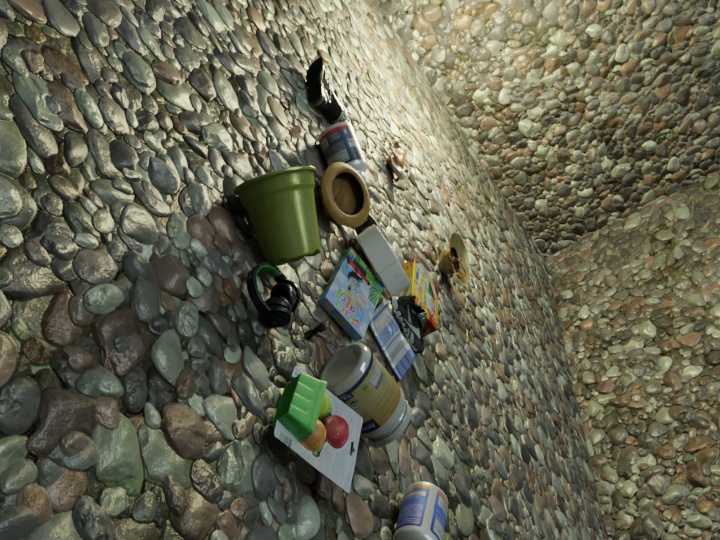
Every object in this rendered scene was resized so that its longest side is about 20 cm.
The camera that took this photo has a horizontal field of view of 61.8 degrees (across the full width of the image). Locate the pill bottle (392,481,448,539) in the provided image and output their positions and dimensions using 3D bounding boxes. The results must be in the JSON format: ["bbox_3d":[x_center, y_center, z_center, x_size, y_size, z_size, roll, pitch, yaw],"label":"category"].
[{"bbox_3d":[0.130,0.585,1.338,0.114,0.110,0.201,55,28,-13],"label":"pill bottle"}]

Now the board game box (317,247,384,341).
[{"bbox_3d":[-0.020,0.060,1.577,0.152,0.036,0.202,48,41,-20],"label":"board game box"}]

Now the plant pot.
[{"bbox_3d":[-0.171,-0.115,1.367,0.199,0.195,0.191,-15,89,-63],"label":"plant pot"}]

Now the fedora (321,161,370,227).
[{"bbox_3d":[-0.057,-0.207,1.724,0.197,0.081,0.208,20,60,-39],"label":"fedora"}]

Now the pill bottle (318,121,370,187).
[{"bbox_3d":[-0.044,-0.336,1.845,0.118,0.117,0.206,-3,69,-61],"label":"pill bottle"}]

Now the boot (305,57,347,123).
[{"bbox_3d":[-0.111,-0.594,2.013,0.153,0.072,0.210,37,40,-46],"label":"boot"}]

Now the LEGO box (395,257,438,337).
[{"bbox_3d":[0.178,0.087,1.911,0.150,0.076,0.203,49,30,-27],"label":"LEGO box"}]

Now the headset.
[{"bbox_3d":[-0.161,0.068,1.296,0.202,0.092,0.125,54,28,-18],"label":"headset"}]

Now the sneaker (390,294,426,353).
[{"bbox_3d":[0.163,0.157,1.786,0.204,0.088,0.067,64,22,-20],"label":"sneaker"}]

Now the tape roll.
[{"bbox_3d":[0.064,-0.027,1.723,0.206,0.070,0.202,59,-1,1],"label":"tape roll"}]

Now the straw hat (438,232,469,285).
[{"bbox_3d":[0.347,-0.036,2.321,0.199,0.083,0.208,29,55,-50],"label":"straw hat"}]

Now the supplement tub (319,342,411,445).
[{"bbox_3d":[0.014,0.282,1.362,0.201,0.142,0.146,51,29,-21],"label":"supplement tub"}]

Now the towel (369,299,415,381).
[{"bbox_3d":[0.089,0.195,1.711,0.204,0.023,0.146,62,27,-4],"label":"towel"}]

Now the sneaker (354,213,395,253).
[{"bbox_3d":[0.040,-0.111,1.859,0.202,0.072,0.080,54,17,-30],"label":"sneaker"}]

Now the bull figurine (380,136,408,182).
[{"bbox_3d":[0.136,-0.434,2.315,0.122,0.064,0.203,50,29,-30],"label":"bull figurine"}]

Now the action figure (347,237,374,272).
[{"bbox_3d":[0.000,0.000,1.704,0.064,0.051,0.206,11,55,-51],"label":"action figure"}]

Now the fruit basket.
[{"bbox_3d":[-0.082,0.315,1.201,0.200,0.093,0.188,46,31,-21],"label":"fruit basket"}]
